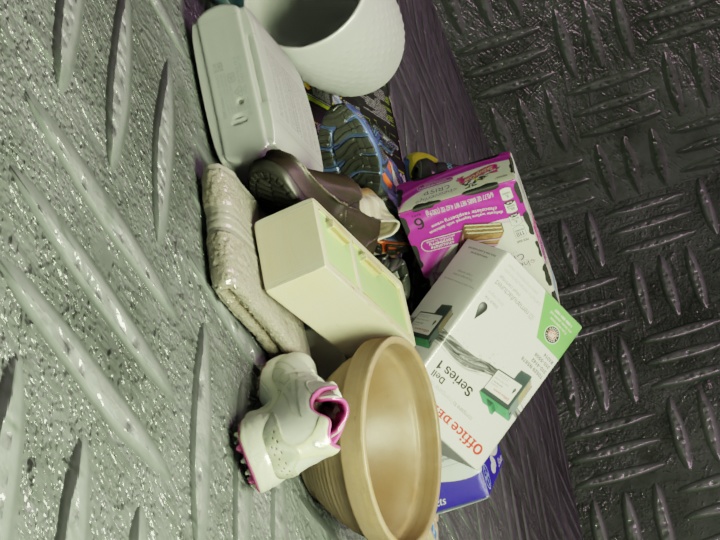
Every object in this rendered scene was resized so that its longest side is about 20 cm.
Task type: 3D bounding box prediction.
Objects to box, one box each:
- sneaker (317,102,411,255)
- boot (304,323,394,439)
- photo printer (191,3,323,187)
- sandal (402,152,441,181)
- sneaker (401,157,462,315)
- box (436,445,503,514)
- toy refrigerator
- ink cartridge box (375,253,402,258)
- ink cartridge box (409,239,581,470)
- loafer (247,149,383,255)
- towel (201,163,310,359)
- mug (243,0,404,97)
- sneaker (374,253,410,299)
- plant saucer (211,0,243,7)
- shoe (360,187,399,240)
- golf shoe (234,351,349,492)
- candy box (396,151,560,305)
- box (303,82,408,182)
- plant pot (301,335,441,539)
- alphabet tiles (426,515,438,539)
[{"bbox_3d":[0.005,-0.109,1.579,0.079,0.075,0.200,-81,155,-47],"label":"sneaker"},{"bbox_3d":[-0.005,0.124,1.444,0.090,0.072,0.201,-68,139,-63],"label":"boot"},{"bbox_3d":[-0.097,-0.156,1.411,0.200,0.069,0.167,40,35,-70],"label":"photo printer"},{"bbox_3d":[0.082,-0.047,1.736,0.079,0.087,0.201,-24,103,-43],"label":"sandal"},{"bbox_3d":[0.093,-0.032,1.650,0.075,0.079,0.201,-115,-151,-64],"label":"sneaker"},{"bbox_3d":[0.086,0.169,1.663,0.184,0.105,0.201,-24,96,-78],"label":"box"},{"bbox_3d":[-0.018,0.014,1.323,0.200,0.070,0.076,42,31,-54],"label":"toy refrigerator"},{"bbox_3d":[0.014,-0.024,1.755,0.116,0.067,0.201,-16,91,-78],"label":"ink cartridge box"},{"bbox_3d":[0.120,0.092,1.508,0.146,0.200,0.084,42,-11,-29],"label":"ink cartridge box"},{"bbox_3d":[-0.040,-0.068,1.349,0.072,0.073,0.200,-62,147,-13],"label":"loafer"},{"bbox_3d":[-0.093,0.004,1.298,0.200,0.034,0.133,55,21,-56],"label":"towel"},{"bbox_3d":[-0.044,-0.286,1.558,0.200,0.148,0.175,40,0,29],"label":"mug"},{"bbox_3d":[0.000,0.001,1.547,0.200,0.111,0.077,-95,163,-45],"label":"sneaker"},{"bbox_3d":[-0.167,-0.365,1.480,0.200,0.027,0.201,-16,90,-79],"label":"plant saucer"},{"bbox_3d":[-0.025,-0.045,1.459,0.053,0.070,0.200,43,31,17],"label":"shoe"},{"bbox_3d":[-0.046,0.123,1.212,0.200,0.091,0.076,-76,145,-67],"label":"golf shoe"},{"bbox_3d":[0.135,-0.022,1.573,0.061,0.136,0.200,-91,160,-52],"label":"candy box"},{"bbox_3d":[-0.032,-0.196,1.666,0.200,0.047,0.194,24,48,-45],"label":"box"},{"bbox_3d":[0.002,0.165,1.324,0.201,0.092,0.202,-5,90,-67],"label":"plant pot"},{"bbox_3d":[0.058,0.239,1.723,0.196,0.015,0.201,-84,155,-62],"label":"alphabet tiles"}]
